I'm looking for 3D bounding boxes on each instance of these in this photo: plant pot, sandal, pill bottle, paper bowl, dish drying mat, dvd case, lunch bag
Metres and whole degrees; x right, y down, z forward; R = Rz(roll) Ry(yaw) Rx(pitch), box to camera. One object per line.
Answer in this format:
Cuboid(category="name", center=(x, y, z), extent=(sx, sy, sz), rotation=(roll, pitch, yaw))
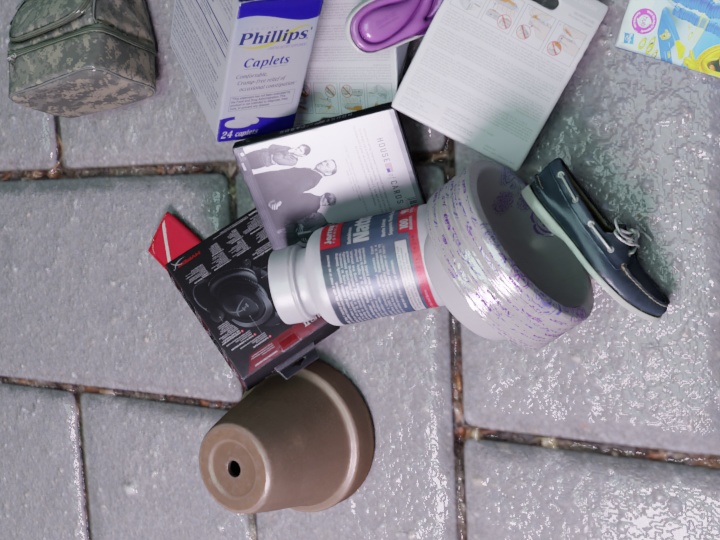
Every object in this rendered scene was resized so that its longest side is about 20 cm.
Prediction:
Cuboid(category="plant pot", center=(-0.107, 0.224, 1.281), extent=(0.199, 0.174, 0.201), rotation=(5, 99, 31))
Cuboid(category="sandal", center=(0.077, -0.298, 1.108), extent=(0.202, 0.050, 0.083), rotation=(-36, 110, 1))
Cuboid(category="pill bottle", center=(0.000, 0.000, 1.177), extent=(0.199, 0.120, 0.120), rotation=(-12, 91, 13))
Cuboid(category="paper bowl", center=(0.145, -0.009, 1.069), extent=(0.104, 0.200, 0.201), rotation=(-38, 77, 30))
Cuboid(category="dish drying mat", center=(-0.218, 0.008, 1.407), extent=(0.200, 0.018, 0.077), rotation=(42, 116, 20))
Cuboid(category="dvd case", center=(-0.033, -0.106, 1.196), extent=(0.199, 0.025, 0.151), rotation=(-12, 120, 13))
Cuboid(category="lunch bag", center=(-0.389, -0.317, 1.400), extent=(0.199, 0.139, 0.169), rotation=(-9, 77, 32))

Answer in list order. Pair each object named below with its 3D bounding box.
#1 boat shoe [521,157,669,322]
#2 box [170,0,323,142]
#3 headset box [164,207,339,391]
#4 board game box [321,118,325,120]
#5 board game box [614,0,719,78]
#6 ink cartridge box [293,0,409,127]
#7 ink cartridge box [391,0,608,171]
Cuboid(category="boat shoe", center=(0.258, -0.033, 1.067), extent=(0.200, 0.075, 0.062), rotation=(48, 113, 10))
Cuboid(category="box", center=(-0.138, -0.288, 1.171), extent=(0.184, 0.104, 0.200), rotation=(61, 150, 31))
Cuboid(category="headset box", center=(-0.128, 0.042, 1.278), extent=(0.149, 0.077, 0.200), rotation=(-34, 77, -12))
Cuboid(category="board game box", center=(-0.078, -0.239, 1.274), extent=(0.134, 0.029, 0.201), rotation=(31, 112, 23))
Cuboid(category="board game box", center=(0.372, -0.283, 0.970), extent=(0.195, 0.056, 0.201), rotation=(24, 110, 27))
Cuboid(category="ink cartridge box", center=(-0.016, -0.254, 1.200), extent=(0.161, 0.050, 0.201), rotation=(7, 112, 29))
Cuboid(category="ink cartridge box", center=(0.147, -0.231, 1.091), extent=(0.160, 0.047, 0.201), rotation=(27, 111, -1))
